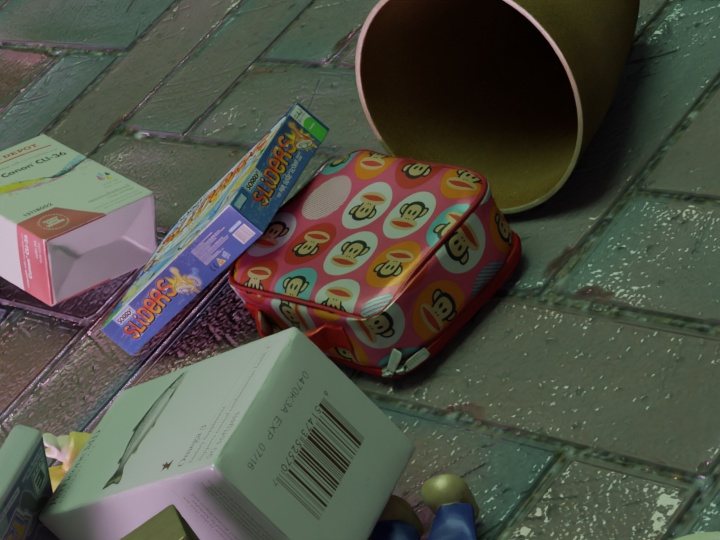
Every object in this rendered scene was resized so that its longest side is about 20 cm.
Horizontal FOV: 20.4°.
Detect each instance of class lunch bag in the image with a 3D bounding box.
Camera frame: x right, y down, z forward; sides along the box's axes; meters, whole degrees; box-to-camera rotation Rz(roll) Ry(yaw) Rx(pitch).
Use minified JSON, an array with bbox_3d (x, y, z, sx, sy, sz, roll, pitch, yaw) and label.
[{"bbox_3d":[0.000,0.000,1.438,0.176,0.082,0.200,-46,33,-20],"label":"lunch bag"}]

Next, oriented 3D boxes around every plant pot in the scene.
[{"bbox_3d":[0.127,-0.169,1.496,0.186,0.187,0.200,-4,26,39],"label":"plant pot"}]

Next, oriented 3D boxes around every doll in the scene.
[{"bbox_3d":[0.024,0.208,1.157,0.136,0.049,0.200,-22,30,20],"label":"doll"}]

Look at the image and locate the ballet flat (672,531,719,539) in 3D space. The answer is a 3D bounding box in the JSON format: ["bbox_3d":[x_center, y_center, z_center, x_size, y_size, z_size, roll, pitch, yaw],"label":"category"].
[{"bbox_3d":[0.149,0.181,1.067,0.199,0.072,0.072,-27,31,12],"label":"ballet flat"}]

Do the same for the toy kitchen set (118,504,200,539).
[{"bbox_3d":[-0.126,0.276,1.077,0.200,0.163,0.180,-34,27,-2],"label":"toy kitchen set"}]

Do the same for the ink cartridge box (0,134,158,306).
[{"bbox_3d":[-0.278,-0.052,1.704,0.116,0.068,0.200,-27,38,-36],"label":"ink cartridge box"}]

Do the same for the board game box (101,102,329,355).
[{"bbox_3d":[-0.113,-0.031,1.543,0.200,0.034,0.136,-41,14,43],"label":"board game box"}]

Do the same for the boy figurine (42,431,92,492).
[{"bbox_3d":[-0.191,0.149,1.373,0.199,0.125,0.065,-18,48,-12],"label":"boy figurine"}]

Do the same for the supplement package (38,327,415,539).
[{"bbox_3d":[-0.086,0.134,1.255,0.200,0.117,0.117,-22,30,47],"label":"supplement package"}]

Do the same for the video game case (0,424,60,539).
[{"bbox_3d":[-0.240,0.228,1.258,0.023,0.183,0.200,13,48,13],"label":"video game case"}]
